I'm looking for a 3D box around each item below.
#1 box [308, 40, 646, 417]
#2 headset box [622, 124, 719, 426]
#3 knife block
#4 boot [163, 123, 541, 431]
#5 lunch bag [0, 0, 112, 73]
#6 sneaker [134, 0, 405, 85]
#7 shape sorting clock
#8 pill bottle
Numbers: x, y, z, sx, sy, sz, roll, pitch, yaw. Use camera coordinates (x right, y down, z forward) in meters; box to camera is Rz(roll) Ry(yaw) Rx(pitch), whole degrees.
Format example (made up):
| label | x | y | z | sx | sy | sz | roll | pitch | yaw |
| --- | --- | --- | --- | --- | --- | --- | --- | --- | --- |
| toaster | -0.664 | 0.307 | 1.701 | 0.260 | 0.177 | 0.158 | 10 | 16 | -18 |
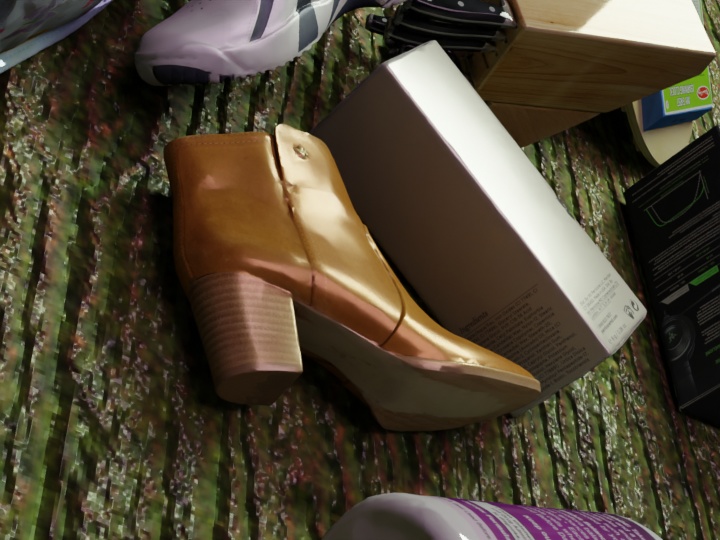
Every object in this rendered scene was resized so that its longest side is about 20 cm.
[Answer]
| label | x | y | z | sx | sy | sz | roll | pitch | yaw |
| --- | --- | --- | --- | --- | --- | --- | --- | --- | --- |
| box | 0.064 | -0.024 | 0.762 | 0.200 | 0.082 | 0.068 | 54 | 37 | 2 |
| headset box | 0.292 | 0.027 | 0.947 | 0.174 | 0.093 | 0.201 | 22 | 45 | -34 |
| knife block | 0.110 | -0.158 | 0.854 | 0.176 | 0.199 | 0.064 | 49 | 22 | -58 |
| boot | -0.001 | 0.000 | 0.678 | 0.201 | 0.071 | 0.145 | 11 | 54 | -35 |
| lunch bag | -0.175 | -0.194 | 0.621 | 0.170 | 0.127 | 0.200 | 49 | 30 | -6 |
| sneaker | -0.049 | -0.183 | 0.712 | 0.199 | 0.079 | 0.130 | -29 | 114 | -26 |
| shape sorting clock | 0.228 | -0.179 | 1.042 | 0.200 | 0.039 | 0.201 | 15 | 73 | -59 |
| pill bottle | 0.079 | 0.159 | 0.592 | 0.200 | 0.112 | 0.113 | 13 | 50 | -39 |
